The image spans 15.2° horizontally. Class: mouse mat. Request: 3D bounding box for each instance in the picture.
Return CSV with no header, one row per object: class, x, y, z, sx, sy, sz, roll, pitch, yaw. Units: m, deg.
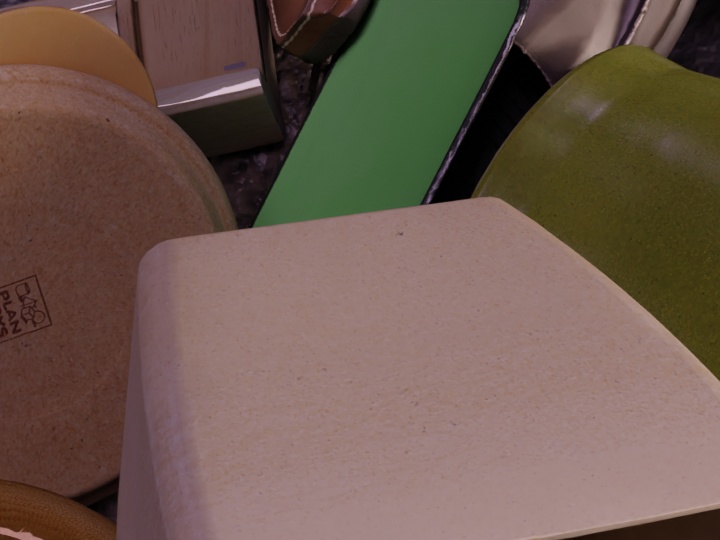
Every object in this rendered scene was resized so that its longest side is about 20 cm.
mouse mat,0.001,-0.045,1.078,0.008,0.200,0.161,27,91,-17

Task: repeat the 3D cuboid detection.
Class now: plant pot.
plant pot,0.008,0.089,0.908,0.199,0.200,0.177,-8,46,-17
plant pot,0.141,0.018,0.993,0.193,0.200,0.200,35,75,24

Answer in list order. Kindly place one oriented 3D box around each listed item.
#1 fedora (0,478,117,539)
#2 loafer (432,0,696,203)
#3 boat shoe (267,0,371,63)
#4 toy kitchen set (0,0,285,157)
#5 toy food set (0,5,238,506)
fedora,-0.151,0.172,0.978,0.200,0.082,0.201,4,55,-6
loafer,0.079,-0.091,1.064,0.073,0.071,0.200,21,95,27
boat shoe,-0.032,-0.181,1.206,0.074,0.076,0.200,19,49,-24
toy kitchen set,-0.146,-0.070,1.129,0.200,0.181,0.164,-13,61,7
toy food set,-0.145,0.009,1.093,0.198,0.200,0.049,-35,24,-6
